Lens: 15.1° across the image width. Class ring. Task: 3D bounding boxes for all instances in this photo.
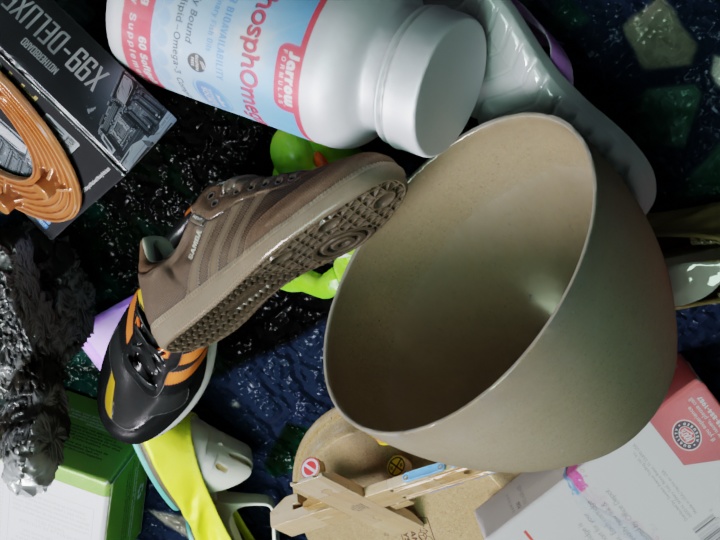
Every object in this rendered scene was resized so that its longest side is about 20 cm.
[{"bbox_3d":[-0.247,-0.098,1.618,0.200,0.019,0.200,37,160,16],"label":"ring"}]

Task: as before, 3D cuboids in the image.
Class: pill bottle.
[{"bbox_3d":[-0.035,-0.133,1.530,0.200,0.109,0.109,21,127,25],"label":"pill bottle"}]

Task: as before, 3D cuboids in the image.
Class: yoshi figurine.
[{"bbox_3d":[0.004,-0.005,1.622,0.112,0.112,0.200,-11,108,48],"label":"yoshi figurine"}]

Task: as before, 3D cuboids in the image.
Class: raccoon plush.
[{"bbox_3d":[-0.255,0.051,1.732,0.134,0.200,0.097,-13,141,30],"label":"raccoon plush"}]

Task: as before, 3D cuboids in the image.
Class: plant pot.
[{"bbox_3d":[0.097,0.033,1.492,0.200,0.200,0.134,-30,129,36],"label":"plant pot"}]

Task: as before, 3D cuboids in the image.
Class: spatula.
[{"bbox_3d":[-0.097,0.021,1.732,0.200,0.021,0.057,-26,105,34],"label":"spatula"}]

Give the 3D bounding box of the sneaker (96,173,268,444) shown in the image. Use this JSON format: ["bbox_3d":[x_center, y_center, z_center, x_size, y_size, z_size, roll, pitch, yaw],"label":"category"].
[{"bbox_3d":[-0.120,0.026,1.672,0.070,0.090,0.200,40,112,17],"label":"sneaker"}]

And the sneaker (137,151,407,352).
[{"bbox_3d":[-0.061,-0.028,1.543,0.200,0.070,0.076,-35,69,33],"label":"sneaker"}]

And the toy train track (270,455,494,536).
[{"bbox_3d":[0.033,0.117,1.633,0.200,0.033,0.115,-19,150,27],"label":"toy train track"}]

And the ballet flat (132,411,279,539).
[{"bbox_3d":[-0.095,0.149,1.795,0.067,0.067,0.200,-17,117,9],"label":"ballet flat"}]

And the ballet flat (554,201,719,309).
[{"bbox_3d":[0.151,0.001,1.579,0.200,0.063,0.069,-14,113,31],"label":"ballet flat"}]

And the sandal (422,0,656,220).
[{"bbox_3d":[0.097,-0.109,1.544,0.203,0.050,0.082,51,143,3],"label":"sandal"}]

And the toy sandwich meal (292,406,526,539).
[{"bbox_3d":[0.051,0.142,1.716,0.205,0.070,0.205,14,126,20],"label":"toy sandwich meal"}]

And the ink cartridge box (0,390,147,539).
[{"bbox_3d":[-0.230,0.176,1.859,0.148,0.076,0.200,19,127,12],"label":"ink cartridge box"}]

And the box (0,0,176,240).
[{"bbox_3d":[-0.204,-0.106,1.623,0.158,0.050,0.200,44,160,-7],"label":"box"}]

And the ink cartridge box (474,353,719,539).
[{"bbox_3d":[0.150,0.159,1.621,0.200,0.067,0.116,-37,102,4],"label":"ink cartridge box"}]
